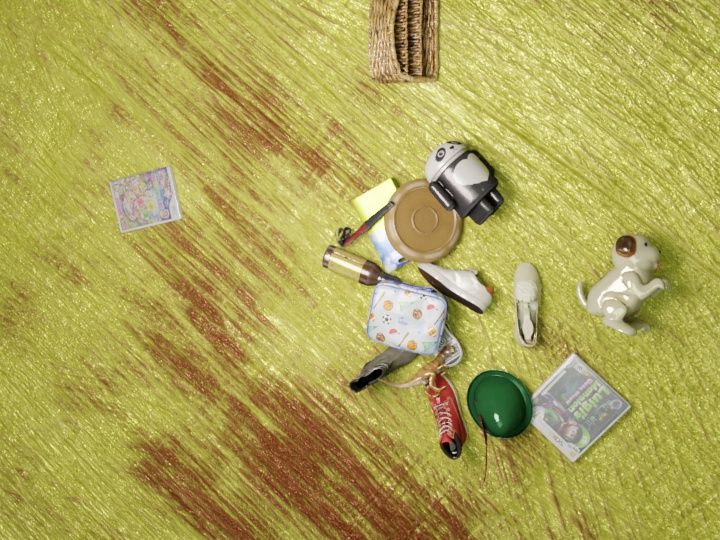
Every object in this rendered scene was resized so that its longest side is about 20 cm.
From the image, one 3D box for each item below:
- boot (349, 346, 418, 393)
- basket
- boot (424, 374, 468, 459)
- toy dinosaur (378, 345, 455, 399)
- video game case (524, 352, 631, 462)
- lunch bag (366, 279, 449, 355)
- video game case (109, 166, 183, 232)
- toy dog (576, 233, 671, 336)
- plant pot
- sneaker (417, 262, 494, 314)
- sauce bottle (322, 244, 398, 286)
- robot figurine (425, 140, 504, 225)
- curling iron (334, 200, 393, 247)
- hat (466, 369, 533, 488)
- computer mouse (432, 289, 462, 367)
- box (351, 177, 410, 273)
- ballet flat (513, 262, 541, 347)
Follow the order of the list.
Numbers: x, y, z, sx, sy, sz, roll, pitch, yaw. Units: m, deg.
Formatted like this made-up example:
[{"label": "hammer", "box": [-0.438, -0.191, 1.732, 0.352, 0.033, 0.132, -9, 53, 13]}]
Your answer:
[{"label": "boot", "box": [0.068, 0.236, 1.645, 0.199, 0.130, 0.068, -38, 88, 17]}, {"label": "basket", "box": [0.100, -0.538, 1.514, 0.145, 0.143, 0.205, 3, 99, 15]}, {"label": "boot", "box": [0.204, 0.352, 1.619, 0.071, 0.144, 0.204, -24, 90, 19]}, {"label": "toy dinosaur", "box": [0.155, 0.261, 1.604, 0.198, 0.061, 0.107, -33, 68, -6]}, {"label": "video game case", "box": [0.514, 0.331, 1.593, 0.181, 0.023, 0.201, 42, 106, 6]}, {"label": "lunch bag", "box": [0.117, 0.109, 1.594, 0.195, 0.076, 0.164, 13, 97, 10]}, {"label": "video game case", "box": [-0.592, -0.194, 1.822, 0.195, 0.018, 0.147, -10, 95, 16]}, {"label": "toy dog", "box": [0.599, 0.019, 1.479, 0.193, 0.137, 0.204, 31, 111, 47]}, {"label": "plant pot", "box": [0.154, -0.120, 1.586, 0.195, 0.027, 0.206, 0, 89, -5]}, {"label": "sneaker", "box": [0.235, 0.022, 1.612, 0.198, 0.073, 0.085, 32, 75, 15]}, {"label": "sauce bottle", "box": [0.000, 0.000, 1.663, 0.197, 0.065, 0.066, 24, 104, 12]}, {"label": "robot figurine", "box": [0.239, -0.206, 1.527, 0.125, 0.150, 0.201, -44, 82, 21]}, {"label": "curling iron", "box": [0.007, -0.115, 1.615, 0.198, 0.025, 0.050, -31, 90, 38]}, {"label": "hat", "box": [0.315, 0.357, 1.558, 0.164, 0.175, 0.203, -33, 85, 27]}, {"label": "computer mouse", "box": [0.184, 0.148, 1.648, 0.109, 0.044, 0.202, -32, 84, 10]}, {"label": "box", "box": [0.075, -0.112, 1.634, 0.120, 0.048, 0.203, -27, 91, 18]}, {"label": "ballet flat", "box": [0.396, 0.085, 1.566, 0.068, 0.069, 0.205, -1, 98, 15]}]
